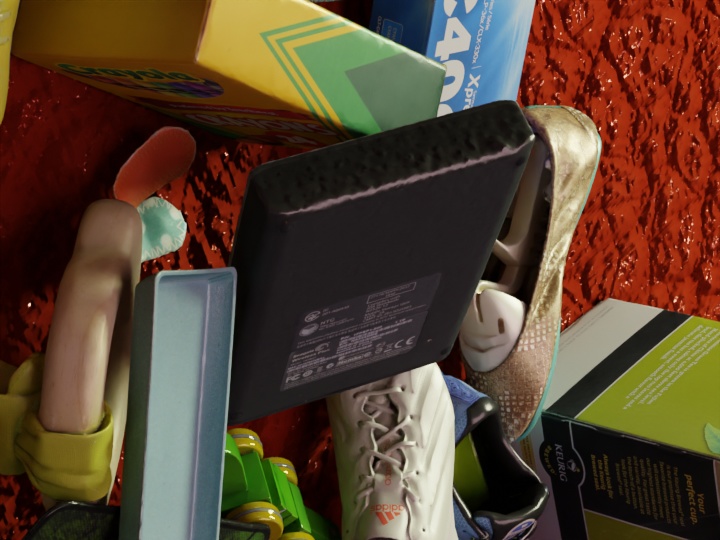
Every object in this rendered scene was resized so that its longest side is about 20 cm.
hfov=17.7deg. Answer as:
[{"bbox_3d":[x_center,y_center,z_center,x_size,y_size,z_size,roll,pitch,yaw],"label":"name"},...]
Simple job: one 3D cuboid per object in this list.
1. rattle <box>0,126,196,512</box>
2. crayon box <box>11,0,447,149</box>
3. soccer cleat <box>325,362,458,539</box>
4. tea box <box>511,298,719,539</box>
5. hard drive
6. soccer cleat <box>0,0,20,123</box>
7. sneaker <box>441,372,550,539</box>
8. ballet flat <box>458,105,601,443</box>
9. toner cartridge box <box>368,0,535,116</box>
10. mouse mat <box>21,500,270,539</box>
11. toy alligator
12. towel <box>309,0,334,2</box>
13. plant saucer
[{"bbox_3d":[-0.161,0.019,1.084,0.130,0.142,0.201,61,30,-59],"label":"rattle"},{"bbox_3d":[-0.070,-0.103,1.075,0.200,0.127,0.051,19,81,-48],"label":"crayon box"},{"bbox_3d":[0.017,0.115,1.241,0.078,0.069,0.201,-10,89,-69],"label":"soccer cleat"},{"bbox_3d":[0.202,0.147,1.396,0.134,0.196,0.201,-35,125,-37],"label":"tea box"},{"bbox_3d":[0.000,0.000,1.137,0.139,0.033,0.200,-16,153,-20],"label":"hard drive"},{"bbox_3d":[-0.164,-0.146,0.990,0.065,0.084,0.201,-6,105,-48],"label":"soccer cleat"},{"bbox_3d":[0.061,0.151,1.320,0.078,0.089,0.201,-34,124,-36],"label":"sneaker"},{"bbox_3d":[0.085,-0.002,1.331,0.065,0.070,0.201,19,79,-37],"label":"ballet flat"},{"bbox_3d":[0.050,-0.142,1.232,0.095,0.043,0.201,-19,126,-48],"label":"toner cartridge box"},{"bbox_3d":[-0.134,0.176,1.095,0.161,0.008,0.200,-52,152,10],"label":"mouse mat"},{"bbox_3d":[-0.050,0.140,1.228,0.054,0.059,0.200,-27,143,13],"label":"toy alligator"},{"bbox_3d":[-0.009,-0.212,1.194,0.200,0.022,0.147,-11,109,-46],"label":"towel"},{"bbox_3d":[-0.087,0.098,1.053,0.070,0.019,0.201,-4,100,-62],"label":"plant saucer"}]
